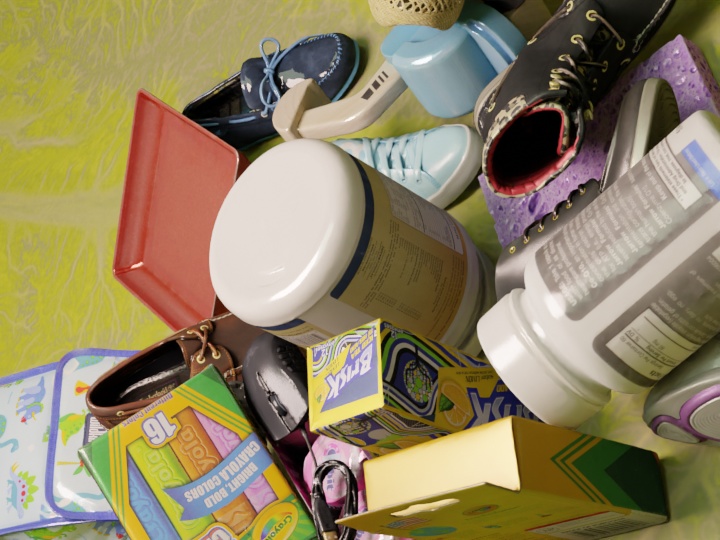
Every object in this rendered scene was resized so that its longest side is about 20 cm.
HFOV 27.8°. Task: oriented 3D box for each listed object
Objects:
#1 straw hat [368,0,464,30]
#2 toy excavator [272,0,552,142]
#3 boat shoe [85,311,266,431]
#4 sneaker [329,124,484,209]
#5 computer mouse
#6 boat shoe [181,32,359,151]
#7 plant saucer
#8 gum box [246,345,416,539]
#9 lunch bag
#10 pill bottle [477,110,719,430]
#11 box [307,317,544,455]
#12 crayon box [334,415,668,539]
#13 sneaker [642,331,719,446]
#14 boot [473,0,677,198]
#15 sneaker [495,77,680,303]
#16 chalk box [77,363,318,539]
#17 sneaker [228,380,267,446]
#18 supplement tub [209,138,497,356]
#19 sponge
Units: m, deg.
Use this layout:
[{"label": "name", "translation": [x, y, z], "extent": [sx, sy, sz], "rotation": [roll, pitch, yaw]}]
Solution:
[{"label": "straw hat", "translation": [0.042, -0.223, 1.086], "extent": [0.201, 0.200, 0.085], "rotation": [42, 138, 46]}, {"label": "toy excavator", "translation": [0.041, -0.164, 1.172], "extent": [0.200, 0.100, 0.194], "rotation": [-50, 40, -12]}, {"label": "boat shoe", "translation": [-0.143, 0.083, 1.264], "extent": [0.200, 0.070, 0.071], "rotation": [-30, 57, 1]}, {"label": "sneaker", "translation": [0.010, -0.082, 1.224], "extent": [0.200, 0.082, 0.074], "rotation": [-20, 59, 38]}, {"label": "computer mouse", "translation": [-0.048, 0.121, 1.056], "extent": [0.059, 0.034, 0.200], "rotation": [-45, 46, 19]}, {"label": "boat shoe", "translation": [-0.089, -0.165, 1.371], "extent": [0.200, 0.069, 0.084], "rotation": [-31, 52, 32]}, {"label": "plant saucer", "translation": [-0.166, -0.049, 1.379], "extent": [0.199, 0.037, 0.201], "rotation": [34, 119, 47]}, {"label": "gum box", "translation": [0.009, 0.154, 1.093], "extent": [0.066, 0.113, 0.200], "rotation": [-51, 44, 14]}, {"label": "lunch bag", "translation": [-0.252, 0.172, 1.351], "extent": [0.199, 0.127, 0.171], "rotation": [-14, 59, 24]}, {"label": "pill bottle", "translation": [0.176, 0.005, 0.916], "extent": [0.200, 0.114, 0.114], "rotation": [-42, 47, 20]}, {"label": "box", "translation": [0.057, 0.098, 1.007], "extent": [0.070, 0.200, 0.065], "rotation": [-23, 58, 37]}, {"label": "crayon box", "translation": [0.093, 0.142, 0.947], "extent": [0.127, 0.200, 0.051], "rotation": [-22, 63, 37]}, {"label": "sneaker", "translation": [0.267, 0.043, 0.933], "extent": [0.200, 0.075, 0.100], "rotation": [-37, 31, 28]}, {"label": "boot", "translation": [0.158, -0.142, 1.028], "extent": [0.204, 0.073, 0.154], "rotation": [-45, 12, 20]}, {"label": "sneaker", "translation": [0.155, -0.041, 1.020], "extent": [0.106, 0.075, 0.201], "rotation": [15, 100, 31]}, {"label": "chalk box", "translation": [-0.105, 0.194, 1.110], "extent": [0.124, 0.125, 0.200], "rotation": [-33, 79, -7]}, {"label": "sneaker", "translation": [-0.119, 0.195, 1.224], "extent": [0.091, 0.066, 0.201], "rotation": [133, 141, -70]}, {"label": "supplement tub", "translation": [0.000, 0.000, 1.107], "extent": [0.144, 0.200, 0.145], "rotation": [-21, 57, 35]}, {"label": "sponge", "translation": [0.184, -0.077, 1.086], "extent": [0.200, 0.030, 0.112], "rotation": [-36, 50, 29]}]
